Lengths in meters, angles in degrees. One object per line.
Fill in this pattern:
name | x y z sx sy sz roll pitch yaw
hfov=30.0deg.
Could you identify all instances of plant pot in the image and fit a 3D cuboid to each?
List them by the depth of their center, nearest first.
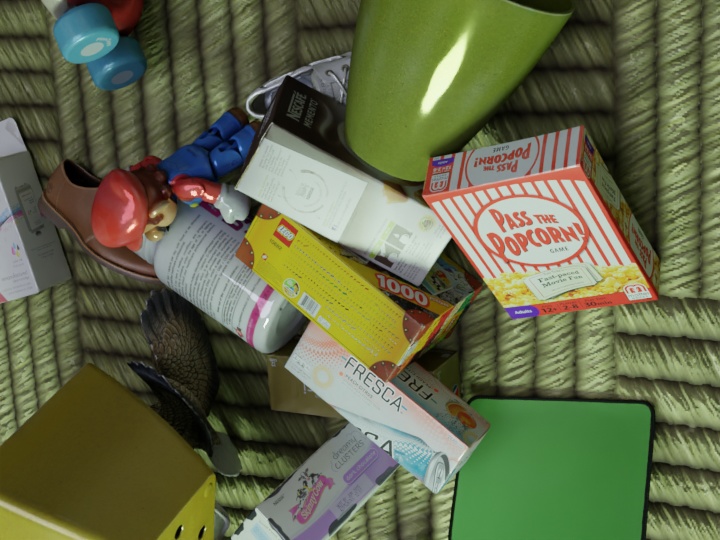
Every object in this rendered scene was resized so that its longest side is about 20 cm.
plant pot | 0.065 -0.190 1.206 0.186 0.187 0.201 35 118 15
plant pot | -0.250 0.250 1.322 0.175 0.200 0.202 21 130 18

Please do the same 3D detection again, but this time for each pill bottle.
pill bottle | -0.146 -0.012 1.416 0.199 0.113 0.114 33 117 16

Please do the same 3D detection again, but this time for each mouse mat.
mouse mat | 0.184 0.201 1.302 0.198 0.008 0.163 -1 67 27

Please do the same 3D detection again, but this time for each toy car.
toy car | -0.232 -0.322 1.374 0.198 0.177 0.186 -26 77 4

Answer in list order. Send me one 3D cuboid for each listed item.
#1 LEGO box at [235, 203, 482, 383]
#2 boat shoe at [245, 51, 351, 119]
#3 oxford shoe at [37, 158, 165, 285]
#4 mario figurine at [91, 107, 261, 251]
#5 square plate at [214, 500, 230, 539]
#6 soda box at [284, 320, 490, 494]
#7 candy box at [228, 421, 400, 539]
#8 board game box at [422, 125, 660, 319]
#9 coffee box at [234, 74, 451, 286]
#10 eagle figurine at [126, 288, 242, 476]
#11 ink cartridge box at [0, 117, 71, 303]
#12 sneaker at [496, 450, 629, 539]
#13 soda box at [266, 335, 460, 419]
LEGO box | 0.000 0.000 1.319 0.199 0.149 0.078 39 119 12
boat shoe | -0.024 -0.175 1.327 0.198 0.069 0.072 -11 97 30
oxford shoe | -0.279 -0.054 1.503 0.199 0.071 0.072 36 114 17
mario figurine | -0.182 -0.079 1.360 0.107 0.199 0.123 60 158 -8
square plate | -0.237 0.251 1.468 0.199 0.028 0.199 40 137 9
soda box | 0.025 0.121 1.311 0.199 0.063 0.069 39 119 13
candy box | -0.058 0.251 1.374 0.072 0.167 0.200 45 145 8
board game box | 0.167 -0.037 1.211 0.150 0.047 0.200 -10 140 30
coffee box | -0.008 -0.086 1.276 0.198 0.115 0.080 27 119 -11
eagle figurine | -0.203 0.146 1.470 0.151 0.150 0.202 35 126 27
ink cartridge box | -0.431 -0.066 1.582 0.115 0.067 0.202 -14 97 31
sneaker | 0.178 0.224 1.329 0.198 0.079 0.097 -18 94 31
soda box | 0.002 0.115 1.398 0.198 0.068 0.065 3 107 28
